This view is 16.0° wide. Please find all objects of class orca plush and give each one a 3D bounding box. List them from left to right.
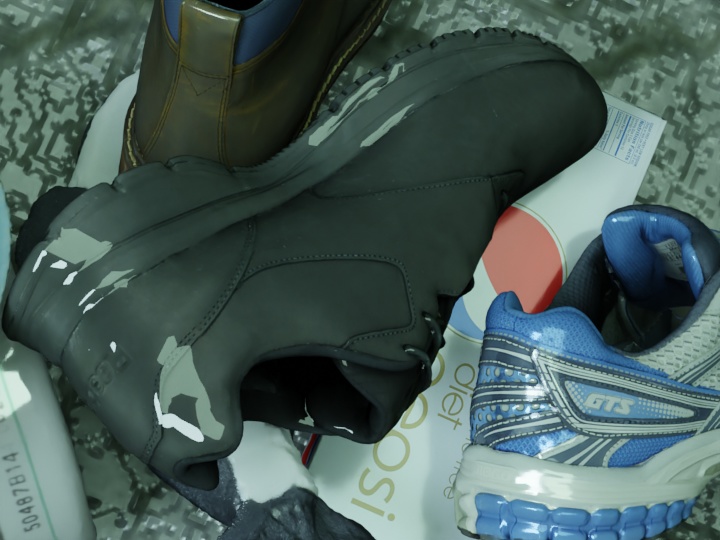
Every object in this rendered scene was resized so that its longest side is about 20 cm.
[{"bbox_3d":[-0.043,0.027,0.790,0.105,0.071,0.200,-19,51,-23],"label":"orca plush"}]

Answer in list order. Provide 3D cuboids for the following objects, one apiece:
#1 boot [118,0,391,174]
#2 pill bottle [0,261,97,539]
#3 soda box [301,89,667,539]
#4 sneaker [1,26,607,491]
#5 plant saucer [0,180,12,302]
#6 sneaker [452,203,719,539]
[{"bbox_3d":[-0.022,-0.111,0.789,0.075,0.097,0.200,14,56,0],"label":"boot"},{"bbox_3d":[-0.188,0.063,0.762,0.200,0.113,0.113,-19,84,-9],"label":"pill bottle"},{"bbox_3d":[0.027,0.034,0.814,0.064,0.068,0.200,24,79,-2],"label":"soda box"},{"bbox_3d":[0.000,0.000,0.721,0.200,0.076,0.091,-28,68,-29],"label":"sneaker"},{"bbox_3d":[-0.190,0.020,0.697,0.201,0.039,0.201,-6,44,6],"label":"plant saucer"},{"bbox_3d":[0.107,0.020,0.778,0.200,0.077,0.085,-19,111,-46],"label":"sneaker"}]
